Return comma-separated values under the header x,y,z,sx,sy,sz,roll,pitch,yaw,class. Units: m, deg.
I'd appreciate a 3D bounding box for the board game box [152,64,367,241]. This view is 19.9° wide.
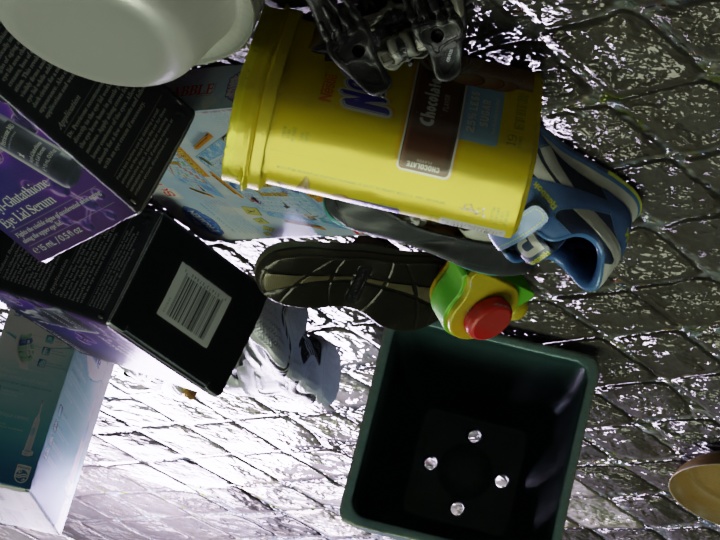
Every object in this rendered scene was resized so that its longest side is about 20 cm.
x,y,z,sx,sy,sz,roll,pitch,yaw,class
-0.097,-0.088,1.598,0.198,0.041,0.200,-1,152,34,board game box

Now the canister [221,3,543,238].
x,y,z,sx,sy,sz,roll,pitch,yaw,class
0.018,-0.099,1.373,0.198,0.149,0.087,13,123,-1,canister

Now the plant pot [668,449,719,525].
x,y,z,sx,sy,sz,roll,pitch,yaw,class
0.399,0.216,1.987,0.198,0.028,0.200,14,157,6,plant pot

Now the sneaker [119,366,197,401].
x,y,z,sx,sy,sz,roll,pitch,yaw,class
-0.207,0.074,1.986,0.087,0.076,0.200,12,156,7,sneaker

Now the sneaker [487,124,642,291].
x,y,z,sx,sy,sz,roll,pitch,yaw,class
0.118,-0.055,1.488,0.199,0.083,0.074,27,156,-20,sneaker

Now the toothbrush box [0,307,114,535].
x,y,z,sx,sy,sz,roll,pitch,yaw,class
-0.324,0.144,2.061,0.084,0.202,0.147,12,158,11,toothbrush box

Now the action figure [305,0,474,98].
x,y,z,sx,sy,sz,roll,pitch,yaw,class
0.019,-0.170,1.271,0.118,0.103,0.200,-14,-165,2,action figure

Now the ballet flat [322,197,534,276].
x,y,z,sx,sy,sz,roll,pitch,yaw,class
0.068,-0.044,1.549,0.199,0.074,0.073,15,160,-29,ballet flat

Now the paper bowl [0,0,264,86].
x,y,z,sx,sy,sz,roll,pitch,yaw,class
-0.160,-0.195,1.322,0.199,0.105,0.201,14,156,7,paper bowl

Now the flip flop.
x,y,z,sx,sy,sz,roll,pitch,yaw,class
0.000,0.000,1.703,0.198,0.058,0.081,8,129,-27,flip flop

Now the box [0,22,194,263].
x,y,z,sx,sy,sz,roll,pitch,yaw,class
-0.246,-0.120,1.483,0.200,0.105,0.148,40,145,-21,box

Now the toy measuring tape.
x,y,z,sx,sy,sz,roll,pitch,yaw,class
0.070,0.012,1.651,0.073,0.074,0.199,-4,162,38,toy measuring tape

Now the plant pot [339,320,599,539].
x,y,z,sx,sy,sz,roll,pitch,yaw,class
0.098,0.170,1.885,0.194,0.198,0.200,13,167,4,plant pot

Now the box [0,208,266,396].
x,y,z,sx,sy,sz,roll,pitch,yaw,class
-0.205,0.013,1.743,0.199,0.105,0.148,13,162,45,box

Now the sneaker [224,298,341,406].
x,y,z,sx,sy,sz,roll,pitch,yaw,class
-0.098,0.072,1.912,0.114,0.076,0.200,3,157,21,sneaker
